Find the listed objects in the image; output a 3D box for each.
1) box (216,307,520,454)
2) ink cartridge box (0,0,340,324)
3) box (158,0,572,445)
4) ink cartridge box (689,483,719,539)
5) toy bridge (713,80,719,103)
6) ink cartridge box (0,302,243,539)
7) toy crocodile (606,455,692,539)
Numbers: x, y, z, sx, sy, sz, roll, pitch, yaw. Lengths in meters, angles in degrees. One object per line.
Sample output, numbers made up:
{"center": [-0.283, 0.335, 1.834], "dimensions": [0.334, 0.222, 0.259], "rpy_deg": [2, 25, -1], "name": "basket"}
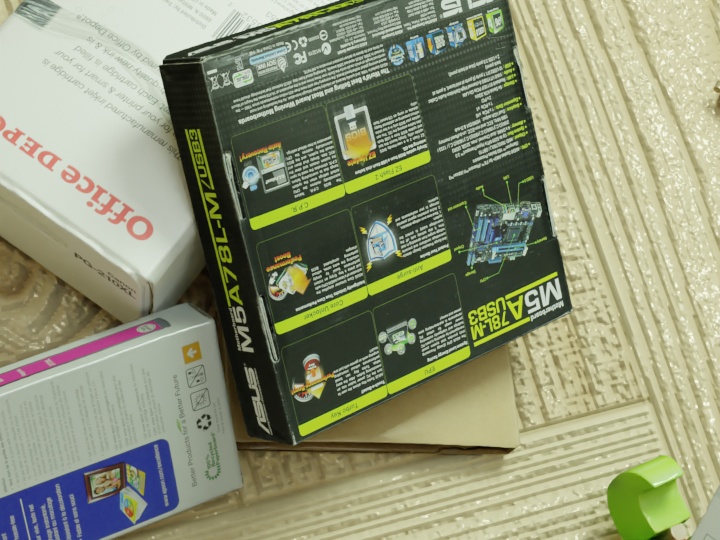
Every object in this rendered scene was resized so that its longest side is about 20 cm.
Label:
{"center": [0.000, 0.000, 1.067], "dimensions": [0.162, 0.021, 0.202], "rpy_deg": [3, 67, -18], "name": "box"}
{"center": [-0.109, -0.090, 1.016], "dimensions": [0.144, 0.084, 0.201], "rpy_deg": [34, 67, 7], "name": "ink cartridge box"}
{"center": [0.009, -0.038, 0.991], "dimensions": [0.199, 0.047, 0.195], "rpy_deg": [-24, 109, -35], "name": "box"}
{"center": [0.197, 0.220, 0.930], "dimensions": [0.162, 0.057, 0.201], "rpy_deg": [35, 101, 32], "name": "ink cartridge box"}
{"center": [0.296, -0.058, 1.186], "dimensions": [0.199, 0.027, 0.068], "rpy_deg": [32, 64, -4], "name": "toy bridge"}
{"center": [-0.155, 0.092, 0.944], "dimensions": [0.199, 0.037, 0.096], "rpy_deg": [-21, 116, -26], "name": "ink cartridge box"}
{"center": [0.175, 0.197, 1.023], "dimensions": [0.067, 0.062, 0.202], "rpy_deg": [-6, 71, -20], "name": "toy crocodile"}
